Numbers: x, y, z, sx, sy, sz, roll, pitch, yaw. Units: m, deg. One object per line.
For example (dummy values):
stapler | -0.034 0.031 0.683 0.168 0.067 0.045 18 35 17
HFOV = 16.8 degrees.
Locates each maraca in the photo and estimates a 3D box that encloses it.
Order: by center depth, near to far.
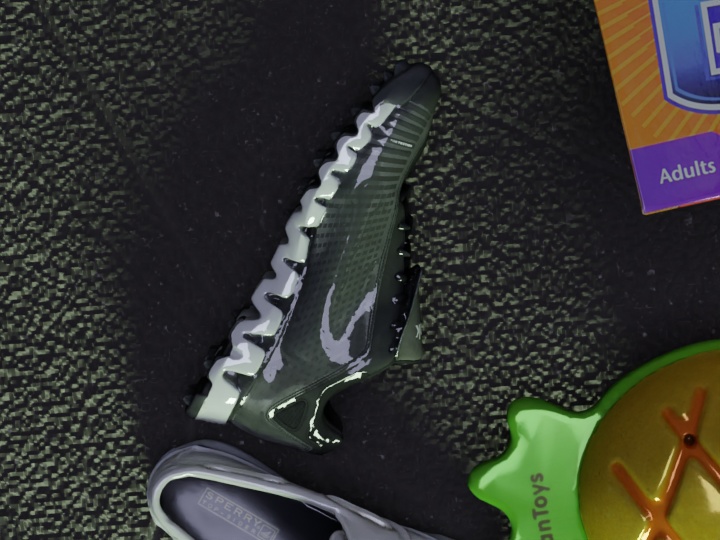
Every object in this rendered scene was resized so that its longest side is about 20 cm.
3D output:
maraca | 0.151 0.103 1.124 0.199 0.107 0.138 -10 95 3

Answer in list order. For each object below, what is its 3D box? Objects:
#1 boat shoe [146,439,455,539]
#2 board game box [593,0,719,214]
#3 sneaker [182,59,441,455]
boat shoe | -0.010 0.141 1.153 0.200 0.066 0.072 31 95 0
board game box | 0.214 -0.151 1.031 0.199 0.200 0.201 -12 94 23
sneaker | 0.000 0.000 1.145 0.090 0.066 0.201 29 99 -3
